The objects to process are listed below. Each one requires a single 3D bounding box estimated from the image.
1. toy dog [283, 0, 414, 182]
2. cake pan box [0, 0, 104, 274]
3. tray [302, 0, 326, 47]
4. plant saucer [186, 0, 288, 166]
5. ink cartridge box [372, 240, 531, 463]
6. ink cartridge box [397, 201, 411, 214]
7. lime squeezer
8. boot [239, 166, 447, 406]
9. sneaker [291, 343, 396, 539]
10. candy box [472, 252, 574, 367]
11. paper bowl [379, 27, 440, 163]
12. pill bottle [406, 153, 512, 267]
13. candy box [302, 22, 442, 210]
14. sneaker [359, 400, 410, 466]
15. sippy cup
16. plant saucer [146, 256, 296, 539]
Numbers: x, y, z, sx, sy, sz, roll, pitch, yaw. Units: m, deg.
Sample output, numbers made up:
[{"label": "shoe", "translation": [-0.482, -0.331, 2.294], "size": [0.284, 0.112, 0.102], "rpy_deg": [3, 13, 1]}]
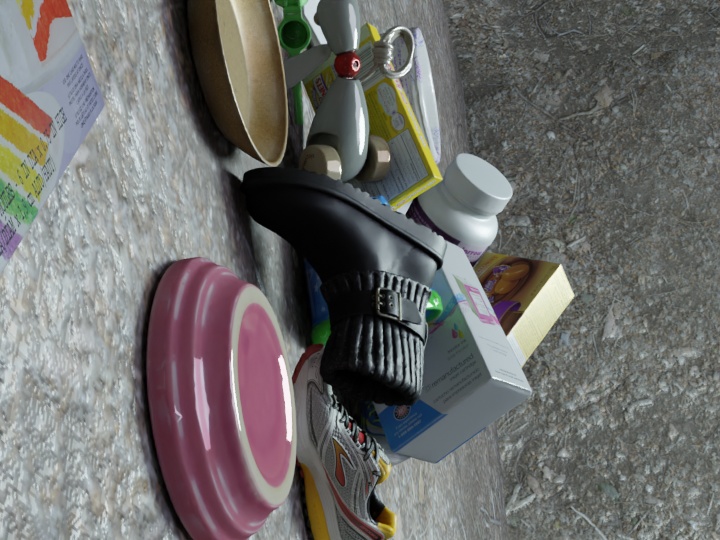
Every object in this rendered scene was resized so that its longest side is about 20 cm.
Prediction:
[{"label": "toy dog", "translation": [-0.031, -0.173, 1.166], "size": [0.131, 0.096, 0.201], "rpy_deg": [18, 82, -42]}, {"label": "cake pan box", "translation": [-0.177, -0.103, 0.453], "size": [0.200, 0.052, 0.185], "rpy_deg": [-81, 158, -59]}, {"label": "tray", "translation": [-0.054, -0.306, 1.362], "size": [0.200, 0.022, 0.108], "rpy_deg": [50, 33, -71]}, {"label": "plant saucer", "translation": [-0.105, -0.184, 0.949], "size": [0.200, 0.035, 0.202], "rpy_deg": [-8, 90, -79]}, {"label": "ink cartridge box", "translation": [0.073, 0.080, 1.219], "size": [0.084, 0.144, 0.201], "rpy_deg": [23, 35, -46]}, {"label": "ink cartridge box", "translation": [0.018, -0.106, 1.335], "size": [0.094, 0.044, 0.200], "rpy_deg": [47, 29, -10]}, {"label": "lime squeezer", "translation": [-0.075, -0.259, 1.207], "size": [0.071, 0.037, 0.201], "rpy_deg": [131, -43, -62]}, {"label": "boot", "translation": [-0.022, 0.015, 0.966], "size": [0.079, 0.210, 0.159], "rpy_deg": [-24, -134, 60]}, {"label": "sneaker", "translation": [-0.015, 0.158, 1.023], "size": [0.078, 0.082, 0.201], "rpy_deg": [-64, 143, -69]}, {"label": "candy box", "translation": [0.145, 0.070, 1.320], "size": [0.200, 0.116, 0.057], "rpy_deg": [-48, 127, -26]}, {"label": "paper bowl", "translation": [0.053, -0.248, 1.667], "size": [0.201, 0.104, 0.202], "rpy_deg": [-9, 90, -80]}, {"label": "pill bottle", "translation": [0.098, -0.042, 1.397], "size": [0.200, 0.112, 0.113], "rpy_deg": [-55, -165, 30]}, {"label": "candy box", "translation": [0.008, -0.157, 1.222], "size": [0.026, 0.102, 0.201], "rpy_deg": [11, 52, -54]}, {"label": "sneaker", "translation": [0.019, 0.164, 1.281], "size": [0.106, 0.075, 0.200], "rpy_deg": [65, 8, 2]}, {"label": "sippy cup", "translation": [0.000, 0.000, 1.140], "size": [0.139, 0.177, 0.131], "rpy_deg": [-7, 74, -44]}, {"label": "plant saucer", "translation": [-0.087, 0.088, 0.781], "size": [0.200, 0.050, 0.202], "rpy_deg": [-8, 90, -79]}]
